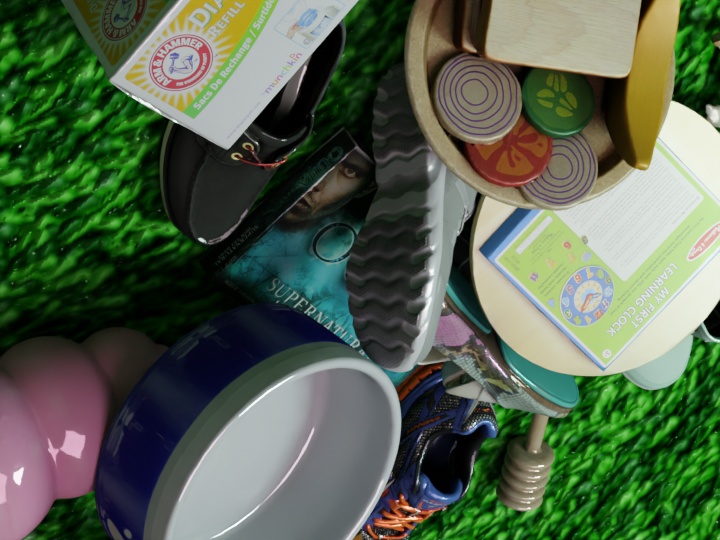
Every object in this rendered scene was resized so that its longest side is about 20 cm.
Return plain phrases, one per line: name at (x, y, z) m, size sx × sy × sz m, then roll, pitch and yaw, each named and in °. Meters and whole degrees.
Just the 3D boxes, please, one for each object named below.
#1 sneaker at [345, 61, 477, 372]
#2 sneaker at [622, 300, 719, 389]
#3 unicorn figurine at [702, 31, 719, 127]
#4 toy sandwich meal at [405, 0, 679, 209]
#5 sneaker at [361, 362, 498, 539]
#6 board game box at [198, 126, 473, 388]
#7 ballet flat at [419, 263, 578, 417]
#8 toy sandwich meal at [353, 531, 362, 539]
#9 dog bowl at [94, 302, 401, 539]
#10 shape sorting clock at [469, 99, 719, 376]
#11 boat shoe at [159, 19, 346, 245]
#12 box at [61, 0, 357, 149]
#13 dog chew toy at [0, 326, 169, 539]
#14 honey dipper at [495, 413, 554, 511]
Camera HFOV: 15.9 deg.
sneaker at (0.048, -0.032, 1.680) m, size 0.082 × 0.075 × 0.201 m, roll 11°, pitch 89°, yaw -47°
sneaker at (0.225, 0.039, 1.860) m, size 0.073 × 0.118 × 0.201 m, roll -24°, pitch 136°, yaw -13°
unicorn figurine at (0.286, -0.106, 1.800) m, size 0.137 × 0.074 × 0.201 m, roll 9°, pitch 116°, yaw -48°
toy sandwich meal at (0.123, -0.139, 1.620) m, size 0.204 × 0.070 × 0.206 m, roll 0°, pitch 90°, yaw -19°
sneaker at (0.035, 0.152, 1.874) m, size 0.075 × 0.079 × 0.201 m, roll 8°, pitch 122°, yaw -34°
board game box at (0.000, 0.000, 1.760) m, size 0.135 × 0.028 × 0.200 m, roll -43°, pitch 135°, yaw 9°
ballet flat at (0.073, 0.050, 1.788) m, size 0.071 × 0.069 × 0.200 m, roll -29°, pitch 136°, yaw 21°
toy sandwich meal at (-0.088, 0.217, 1.823) m, size 0.204 × 0.205 × 0.071 m, roll 1°, pitch 88°, yaw -31°
dog bowl at (-0.072, 0.124, 1.676) m, size 0.200 × 0.079 × 0.201 m, roll -29°, pitch 138°, yaw -30°
shape sorting clock at (0.166, -0.024, 1.729) m, size 0.199 × 0.039 × 0.201 m, roll -5°, pitch 109°, yaw -15°
boat shoe at (-0.070, -0.095, 1.618) m, size 0.073 × 0.063 × 0.202 m, roll 3°, pitch 126°, yaw -35°
box at (-0.068, -0.189, 1.502) m, size 0.200 × 0.113 × 0.101 m, roll -47°, pitch 134°, yaw 15°
dog chew toy at (-0.208, 0.099, 1.666) m, size 0.199 × 0.125 × 0.125 m, roll -25°, pitch 136°, yaw -21°
honey dipper at (0.138, 0.091, 1.912) m, size 0.038 × 0.038 × 0.201 m, roll -6°, pitch 128°, yaw -26°
